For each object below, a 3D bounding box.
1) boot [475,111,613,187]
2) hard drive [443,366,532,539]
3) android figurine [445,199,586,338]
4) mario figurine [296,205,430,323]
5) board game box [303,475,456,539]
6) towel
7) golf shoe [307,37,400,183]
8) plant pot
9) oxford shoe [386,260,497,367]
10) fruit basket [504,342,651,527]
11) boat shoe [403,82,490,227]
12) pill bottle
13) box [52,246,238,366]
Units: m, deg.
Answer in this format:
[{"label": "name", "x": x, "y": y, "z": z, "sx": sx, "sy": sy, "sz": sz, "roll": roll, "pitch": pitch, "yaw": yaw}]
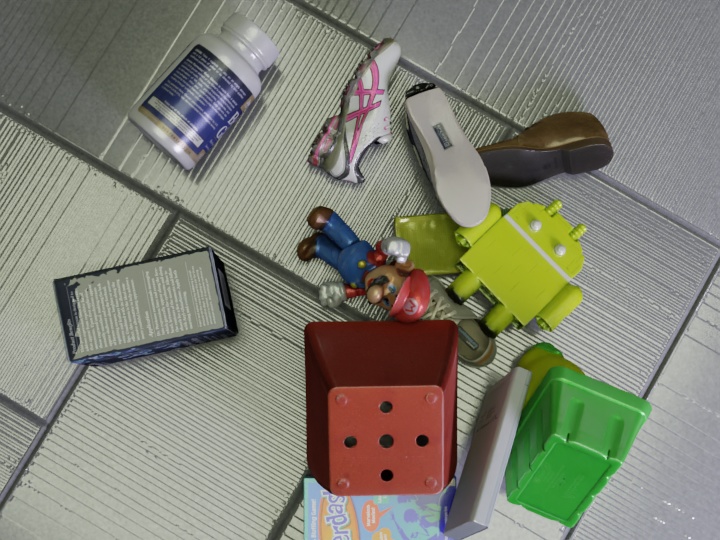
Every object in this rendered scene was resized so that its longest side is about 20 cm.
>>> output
[{"label": "boot", "x": 0.234, "y": -0.166, "z": 1.474, "sx": 0.200, "sy": 0.074, "sz": 0.076, "roll": -8, "pitch": 54, "yaw": 3}, {"label": "hard drive", "x": 0.158, "y": 0.230, "z": 1.359, "sx": 0.027, "sy": 0.132, "sz": 0.200, "roll": 22, "pitch": 67, "yaw": -3}, {"label": "android figurine", "x": 0.211, "y": -0.009, "z": 1.427, "sx": 0.200, "sy": 0.041, "sz": 0.182, "roll": -41, "pitch": 85, "yaw": -14}, {"label": "mario figurine", "x": 0.000, "y": 0.000, "z": 1.393, "sx": 0.200, "sy": 0.124, "sz": 0.106, "roll": 34, "pitch": 70, "yaw": 24}, {"label": "board game box", "x": 0.025, "y": 0.342, "z": 1.414, "sx": 0.200, "sy": 0.045, "sz": 0.152, "roll": -1, "pitch": 84, "yaw": -1}, {"label": "towel", "x": 0.147, "y": -0.039, "z": 1.455, "sx": 0.200, "sy": 0.018, "sz": 0.086, "roll": -4, "pitch": 75, "yaw": -8}, {"label": "golf shoe", "x": 0.010, "y": -0.214, "z": 1.465, "sx": 0.092, "sy": 0.073, "sz": 0.200, "roll": 28, "pitch": 94, "yaw": -4}, {"label": "plant pot", "x": 0.028, "y": 0.181, "z": 1.340, "sx": 0.199, "sy": 0.176, "sz": 0.200, "roll": -1, "pitch": 102, "yaw": 0}, {"label": "oxford shoe", "x": 0.100, "y": 0.054, "z": 1.442, "sx": 0.200, "sy": 0.058, "sz": 0.075, "roll": 40, "pitch": 87, "yaw": 5}, {"label": "fruit basket", "x": 0.262, "y": 0.189, "z": 1.385, "sx": 0.155, "sy": 0.216, "sz": 0.216, "roll": 22, "pitch": 84, "yaw": 2}, {"label": "boat shoe", "x": 0.115, "y": -0.146, "z": 1.443, "sx": 0.075, "sy": 0.093, "sz": 0.200, "roll": -19, "pitch": 81, "yaw": -2}, {"label": "pill bottle", "x": -0.202, "y": -0.241, "z": 1.441, "sx": 0.111, "sy": 0.111, "sz": 0.200, "roll": 41, "pitch": 85, "yaw": 3}, {"label": "box", "x": -0.269, "y": 0.049, "z": 1.390, "sx": 0.200, "sy": 0.148, "sz": 0.107, "roll": -12, "pitch": 84, "yaw": -2}]
